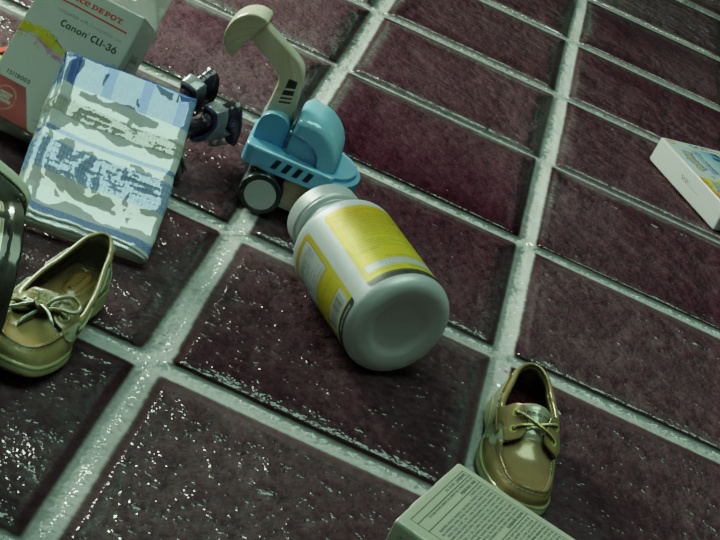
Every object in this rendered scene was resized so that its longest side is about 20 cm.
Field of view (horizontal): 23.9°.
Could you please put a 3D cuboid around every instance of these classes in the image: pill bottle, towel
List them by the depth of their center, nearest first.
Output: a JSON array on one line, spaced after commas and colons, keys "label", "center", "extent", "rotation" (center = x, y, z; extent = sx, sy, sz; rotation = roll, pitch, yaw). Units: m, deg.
[{"label": "towel", "center": [-0.250, -0.112, 1.661], "extent": [0.147, 0.024, 0.200], "rotation": [21, 60, -11]}, {"label": "pill bottle", "center": [0.000, 0.000, 1.686], "extent": [0.112, 0.112, 0.200], "rotation": [8, 31, -32]}]

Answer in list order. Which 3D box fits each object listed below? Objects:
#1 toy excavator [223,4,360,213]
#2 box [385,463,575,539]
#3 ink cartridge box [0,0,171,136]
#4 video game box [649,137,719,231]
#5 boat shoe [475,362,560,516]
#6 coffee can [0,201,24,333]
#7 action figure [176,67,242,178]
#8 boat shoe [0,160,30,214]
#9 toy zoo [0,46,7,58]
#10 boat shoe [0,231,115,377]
[{"label": "toy excavator", "center": [-0.076, -0.165, 1.831], "extent": [0.194, 0.200, 0.100], "rotation": [23, 25, -4]}, {"label": "box", "center": [0.111, 0.260, 1.292], "extent": [0.200, 0.109, 0.128], "rotation": [33, 26, 15]}, {"label": "ink cartridge box", "center": [-0.292, -0.227, 1.752], "extent": [0.116, 0.200, 0.067], "rotation": [28, -3, 7]}, {"label": "video game box", "center": [0.542, -0.113, 2.470], "extent": [0.182, 0.047, 0.200], "rotation": [8, 30, -27]}, {"label": "boat shoe", "center": [0.151, 0.151, 1.584], "extent": [0.074, 0.066, 0.200], "rotation": [20, 26, -10]}, {"label": "coffee can", "center": [-0.378, -0.007, 1.321], "extent": [0.200, 0.147, 0.146], "rotation": [15, 27, -19]}, {"label": "action figure", "center": [-0.217, -0.154, 1.844], "extent": [0.130, 0.069, 0.200], "rotation": [43, 42, 21]}, {"label": "boat shoe", "center": [-0.386, -0.097, 1.525], "extent": [0.201, 0.072, 0.061], "rotation": [36, 35, -24]}, {"label": "toy zoo", "center": [-0.335, -0.215, 1.904], "extent": [0.131, 0.020, 0.200], "rotation": [33, 26, 17]}, {"label": "boat shoe", "center": [-0.264, 0.026, 1.458], "extent": [0.073, 0.063, 0.200], "rotation": [25, 26, -2]}]
